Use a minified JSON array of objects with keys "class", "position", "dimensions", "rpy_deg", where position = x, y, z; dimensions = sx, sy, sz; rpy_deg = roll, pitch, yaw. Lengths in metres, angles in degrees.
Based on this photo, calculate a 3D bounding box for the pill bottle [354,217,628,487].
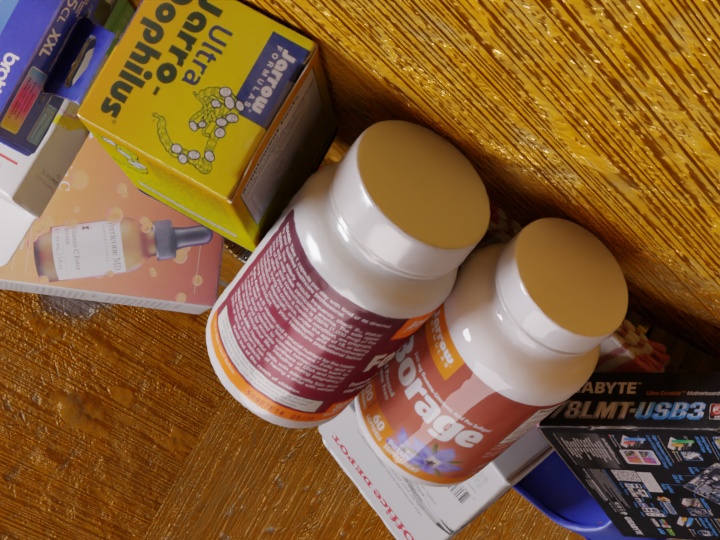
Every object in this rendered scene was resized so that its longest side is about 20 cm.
[{"class":"pill bottle","position":[0.085,0.053,1.083],"dimensions":[0.112,0.113,0.200],"rpy_deg":[30,139,-10]}]

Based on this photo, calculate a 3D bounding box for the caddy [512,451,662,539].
[{"class":"caddy","position":[0.197,0.146,1.382],"dimensions":[0.200,0.142,0.105],"rpy_deg":[38,-171,40]}]

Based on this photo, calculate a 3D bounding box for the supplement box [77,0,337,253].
[{"class":"supplement box","position":[-0.090,-0.094,1.052],"dimensions":[0.109,0.110,0.200],"rpy_deg":[28,173,7]}]

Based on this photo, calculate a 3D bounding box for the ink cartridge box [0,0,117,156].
[{"class":"ink cartridge box","position":[-0.241,-0.166,1.040],"dimensions":[0.199,0.137,0.076],"rpy_deg":[28,178,11]}]

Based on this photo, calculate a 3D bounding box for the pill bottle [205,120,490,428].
[{"class":"pill bottle","position":[-0.009,0.004,1.046],"dimensions":[0.114,0.115,0.200],"rpy_deg":[30,134,-11]}]

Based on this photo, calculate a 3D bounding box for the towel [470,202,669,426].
[{"class":"towel","position":[0.105,0.028,1.167],"dimensions":[0.200,0.030,0.146],"rpy_deg":[41,145,-9]}]

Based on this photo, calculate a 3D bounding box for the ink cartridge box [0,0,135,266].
[{"class":"ink cartridge box","position":[-0.251,-0.119,1.155],"dimensions":[0.116,0.201,0.067],"rpy_deg":[28,173,9]}]

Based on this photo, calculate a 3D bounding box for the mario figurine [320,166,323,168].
[{"class":"mario figurine","position":[0.000,0.000,1.321],"dimensions":[0.198,0.124,0.106],"rpy_deg":[25,-160,-11]}]

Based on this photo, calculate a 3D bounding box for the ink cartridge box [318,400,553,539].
[{"class":"ink cartridge box","position":[0.063,0.127,1.323],"dimensions":[0.146,0.083,0.200],"rpy_deg":[52,148,11]}]

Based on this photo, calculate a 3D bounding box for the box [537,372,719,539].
[{"class":"box","position":[0.250,0.135,1.155],"dimensions":[0.197,0.050,0.200],"rpy_deg":[-3,148,29]}]

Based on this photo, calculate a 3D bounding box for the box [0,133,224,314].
[{"class":"box","position":[-0.221,-0.051,1.461],"dimensions":[0.198,0.154,0.106],"rpy_deg":[7,174,-12]}]

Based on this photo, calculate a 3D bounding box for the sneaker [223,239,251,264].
[{"class":"sneaker","position":[-0.138,-0.075,1.585],"dimensions":[0.200,0.076,0.088],"rpy_deg":[41,178,-8]}]

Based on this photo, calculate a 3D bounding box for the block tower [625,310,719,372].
[{"class":"block tower","position":[0.202,0.065,1.218],"dimensions":[0.199,0.054,0.058],"rpy_deg":[29,172,5]}]
